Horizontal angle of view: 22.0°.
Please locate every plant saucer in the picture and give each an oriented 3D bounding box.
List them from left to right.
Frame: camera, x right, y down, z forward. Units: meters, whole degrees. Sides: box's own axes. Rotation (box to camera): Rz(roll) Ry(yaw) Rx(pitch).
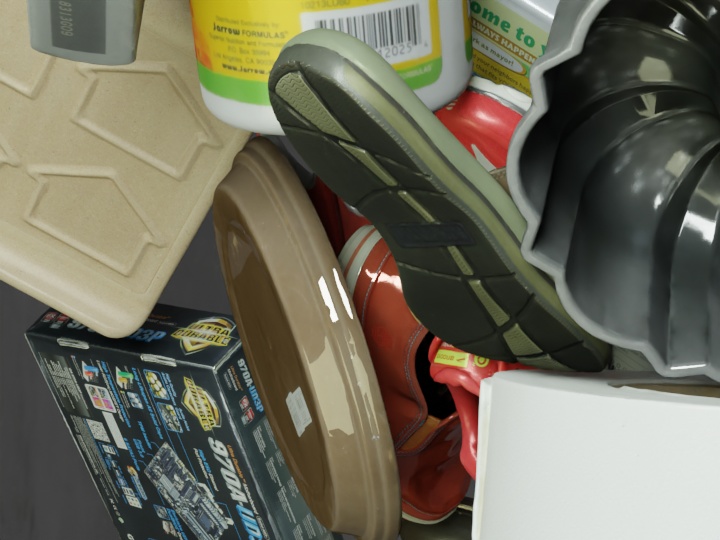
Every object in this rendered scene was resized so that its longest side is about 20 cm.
[{"bbox_3d":[-0.029,0.037,0.869,0.200,0.029,0.202,162,90,-77],"label":"plant saucer"}]

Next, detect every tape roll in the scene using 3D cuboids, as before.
[{"bbox_3d":[0.145,0.080,0.710,0.201,0.201,0.072,4,92,42],"label":"tape roll"}]

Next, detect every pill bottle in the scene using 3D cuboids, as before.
[{"bbox_3d":[-0.017,-0.163,0.701,0.110,0.111,0.202,12,118,36],"label":"pill bottle"}]

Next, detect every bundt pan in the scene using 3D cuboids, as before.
[{"bbox_3d":[0.149,-0.055,0.637,0.199,0.076,0.203,3,132,3],"label":"bundt pan"}]

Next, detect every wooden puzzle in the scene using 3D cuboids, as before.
[{"bbox_3d":[-0.151,-0.084,0.919,0.184,0.046,0.201,28,123,-7],"label":"wooden puzzle"}]

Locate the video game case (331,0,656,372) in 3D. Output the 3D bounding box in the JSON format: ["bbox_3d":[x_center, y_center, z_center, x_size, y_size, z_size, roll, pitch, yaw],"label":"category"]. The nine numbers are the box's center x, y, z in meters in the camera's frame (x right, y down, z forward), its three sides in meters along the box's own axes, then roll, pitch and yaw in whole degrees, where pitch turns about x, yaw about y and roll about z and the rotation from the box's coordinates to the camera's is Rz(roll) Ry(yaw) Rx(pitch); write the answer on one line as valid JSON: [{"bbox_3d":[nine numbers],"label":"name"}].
[{"bbox_3d":[0.075,-0.045,0.811,0.199,0.022,0.183,35,142,16],"label":"video game case"}]

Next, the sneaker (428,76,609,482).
[{"bbox_3d":[0.062,0.014,0.787,0.076,0.085,0.202,14,134,34],"label":"sneaker"}]

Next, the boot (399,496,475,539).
[{"bbox_3d":[0.085,0.197,0.963,0.199,0.097,0.075,30,141,19],"label":"boot"}]

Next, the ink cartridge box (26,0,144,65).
[{"bbox_3d":[-0.089,-0.202,0.685,0.047,0.202,0.160,9,158,-4],"label":"ink cartridge box"}]

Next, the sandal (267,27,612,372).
[{"bbox_3d":[0.042,-0.025,0.686,0.079,0.058,0.201,6,146,41],"label":"sandal"}]

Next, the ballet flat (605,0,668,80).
[{"bbox_3d":[0.102,-0.163,0.655,0.063,0.068,0.202,49,152,46],"label":"ballet flat"}]

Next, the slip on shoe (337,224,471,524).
[{"bbox_3d":[0.032,0.061,0.896,0.061,0.074,0.201,19,144,26],"label":"slip on shoe"}]

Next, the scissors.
[{"bbox_3d":[0.000,0.000,0.896,0.073,0.014,0.202,8,128,37],"label":"scissors"}]

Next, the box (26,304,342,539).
[{"bbox_3d":[-0.098,0.113,1.092,0.158,0.046,0.202,7,129,40],"label":"box"}]
